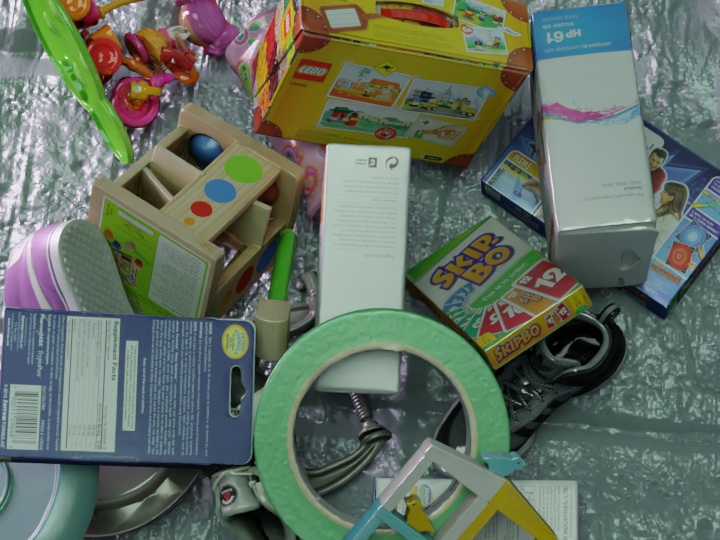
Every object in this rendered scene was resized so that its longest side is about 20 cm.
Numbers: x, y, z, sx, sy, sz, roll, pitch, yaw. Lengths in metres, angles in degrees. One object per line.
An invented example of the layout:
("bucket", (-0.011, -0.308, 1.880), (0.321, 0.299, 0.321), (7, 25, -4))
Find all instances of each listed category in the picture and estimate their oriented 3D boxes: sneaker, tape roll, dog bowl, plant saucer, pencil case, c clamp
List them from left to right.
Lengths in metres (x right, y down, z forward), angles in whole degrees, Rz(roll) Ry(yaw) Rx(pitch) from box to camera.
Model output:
("plant saucer", (-0.305, 0.177, 1.461), (0.200, 0.027, 0.201), (-10, 61, 18))
("sneaker", (-0.240, 0.062, 1.523), (0.114, 0.073, 0.201), (-14, 89, 43))
("dog bowl", (-0.218, 0.134, 1.554), (0.199, 0.059, 0.201), (-1, 71, 4))
("sneaker", (-0.092, 0.158, 1.476), (0.074, 0.088, 0.200), (-25, 94, 24))
("pencil case", (-0.049, -0.137, 1.622), (0.087, 0.087, 0.200), (-27, 70, -4))
("c clamp", (-0.034, 0.093, 1.567), (0.170, 0.027, 0.200), (-16, 70, -1))
("tape roll", (0.016, 0.130, 1.426), (0.200, 0.048, 0.201), (0, 90, -1))
("sneaker", (0.137, 0.093, 1.504), (0.200, 0.114, 0.076), (-37, 71, -8))

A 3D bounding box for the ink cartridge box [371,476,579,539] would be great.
("ink cartridge box", (0.078, 0.240, 1.479), (0.199, 0.076, 0.137), (1, 70, 5))

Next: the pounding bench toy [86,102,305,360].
("pounding bench toy", (-0.108, -0.022, 1.541), (0.200, 0.124, 0.156), (31, 47, 14))

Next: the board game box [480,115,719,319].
("board game box", (0.224, -0.068, 1.594), (0.200, 0.034, 0.135), (36, 77, 16))

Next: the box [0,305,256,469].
("box", (-0.184, 0.095, 1.440), (0.199, 0.032, 0.121), (3, 75, -8))

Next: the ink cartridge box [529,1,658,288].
("ink cartridge box", (0.190, -0.099, 1.511), (0.084, 0.145, 0.201), (-6, 69, 2))

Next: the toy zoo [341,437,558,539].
("toy zoo", (0.059, 0.219, 1.392), (0.131, 0.020, 0.200), (38, 98, -14))

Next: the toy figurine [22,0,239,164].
("toy figurine", (-0.183, -0.225, 1.653), (0.184, 0.150, 0.200), (-30, 92, -15))

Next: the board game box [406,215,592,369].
("board game box", (0.107, 0.012, 1.516), (0.095, 0.200, 0.030), (-33, 115, -7))

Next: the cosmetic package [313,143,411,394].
("cosmetic package", (0.000, 0.000, 1.502), (0.071, 0.101, 0.201), (3, 88, -2))

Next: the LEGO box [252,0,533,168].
("LEGO box", (0.023, -0.170, 1.526), (0.199, 0.149, 0.077), (8, 57, -17))
